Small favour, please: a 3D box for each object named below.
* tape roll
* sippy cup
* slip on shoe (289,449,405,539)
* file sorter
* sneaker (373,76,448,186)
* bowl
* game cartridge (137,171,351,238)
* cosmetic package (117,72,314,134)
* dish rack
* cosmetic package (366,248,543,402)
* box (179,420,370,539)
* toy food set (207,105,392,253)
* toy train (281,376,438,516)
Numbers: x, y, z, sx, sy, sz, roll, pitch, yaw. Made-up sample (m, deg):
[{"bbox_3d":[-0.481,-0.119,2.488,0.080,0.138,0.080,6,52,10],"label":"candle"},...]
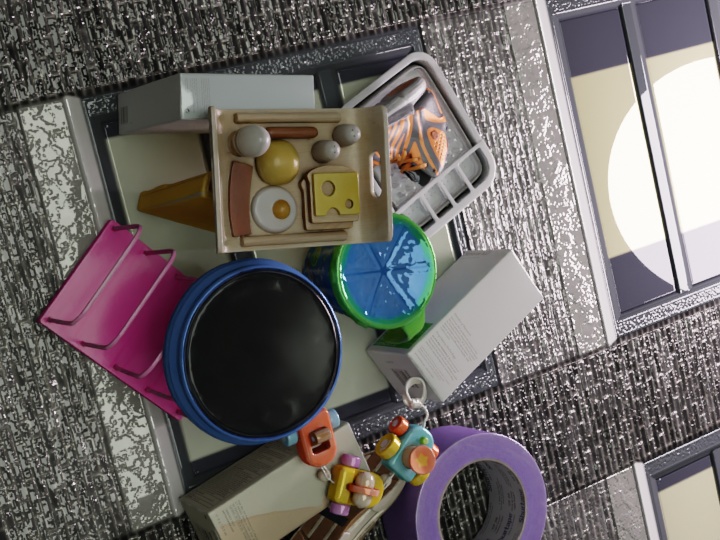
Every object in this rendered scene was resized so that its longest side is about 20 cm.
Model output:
[{"bbox_3d":[0.133,0.301,1.554,0.199,0.085,0.201,0,89,-29],"label":"tape roll"},{"bbox_3d":[0.000,0.000,1.453,0.139,0.130,0.178,0,90,-30],"label":"sippy cup"},{"bbox_3d":[-0.014,0.301,1.489,0.200,0.076,0.061,-49,148,-27],"label":"slip on shoe"},{"bbox_3d":[-0.217,0.058,1.336,0.200,0.125,0.139,40,73,-23],"label":"file sorter"},{"bbox_3d":[0.035,-0.135,1.454,0.200,0.078,0.112,-41,107,-22],"label":"sneaker"},{"bbox_3d":[-0.110,0.087,1.303,0.200,0.039,0.201,-1,92,-29],"label":"bowl"},{"bbox_3d":[-0.130,-0.063,1.341,0.176,0.200,0.033,16,82,-28],"label":"game cartridge"},{"bbox_3d":[-0.160,-0.178,1.324,0.150,0.200,0.052,-2,92,-30],"label":"cosmetic package"},{"bbox_3d":[0.064,-0.154,1.537,0.172,0.044,0.200,-40,108,-22],"label":"dish rack"},{"bbox_3d":[0.119,0.066,1.533,0.200,0.108,0.085,-45,109,-23],"label":"cosmetic package"},{"bbox_3d":[-0.097,0.252,1.422,0.200,0.095,0.078,-30,105,-24],"label":"box"},{"bbox_3d":[-0.059,-0.094,1.232,0.199,0.060,0.144,-4,92,-29],"label":"toy food set"},{"bbox_3d":[0.012,0.199,1.399,0.200,0.056,0.151,-14,100,-29],"label":"toy train"}]
